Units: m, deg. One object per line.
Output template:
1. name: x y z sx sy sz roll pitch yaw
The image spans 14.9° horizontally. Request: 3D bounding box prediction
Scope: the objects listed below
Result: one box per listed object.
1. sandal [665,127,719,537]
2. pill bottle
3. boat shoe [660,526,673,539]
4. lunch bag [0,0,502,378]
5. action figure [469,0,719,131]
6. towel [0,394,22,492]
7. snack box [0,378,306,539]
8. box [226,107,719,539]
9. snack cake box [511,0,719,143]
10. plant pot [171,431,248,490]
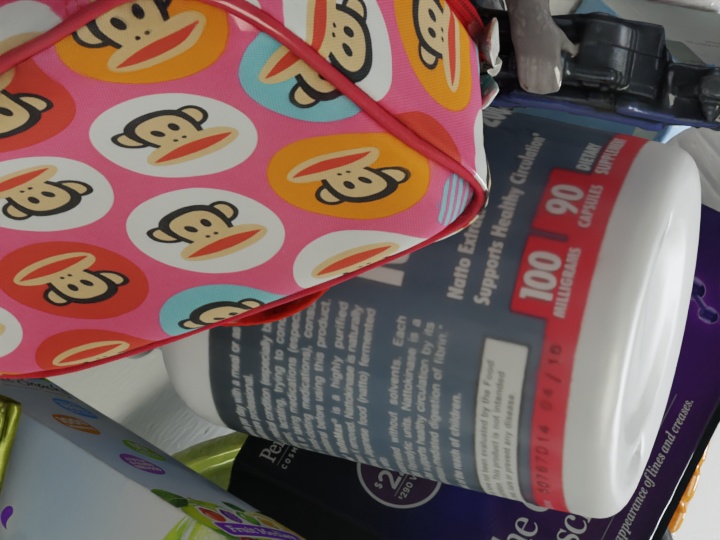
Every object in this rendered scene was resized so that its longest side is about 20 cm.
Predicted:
1. sandal: 0.119 0.037 1.110 0.208 0.079 0.059 -66 170 15
2. pill bottle: 0.000 0.000 0.880 0.120 0.198 0.121 12 90 -76
3. boat shoe: 0.044 0.071 1.069 0.072 0.200 0.071 -19 147 -27
4. lunch bag: -0.065 -0.035 0.753 0.199 0.082 0.176 -18 145 30
5. action figure: 0.037 -0.104 0.798 0.194 0.198 0.105 93 8 -73
6. towel: -0.176 0.126 0.902 0.018 0.086 0.202 12 95 -71
7. snack box: -0.109 0.137 0.920 0.068 0.199 0.170 17 98 -55
8. box: 0.053 0.050 0.993 0.200 0.140 0.079 -58 166 -38
9. snack cake box: 0.096 -0.014 1.160 0.115 0.067 0.201 0 128 -52
10. plant pot: -0.022 0.193 1.097 0.199 0.185 0.201 -14 145 -10
